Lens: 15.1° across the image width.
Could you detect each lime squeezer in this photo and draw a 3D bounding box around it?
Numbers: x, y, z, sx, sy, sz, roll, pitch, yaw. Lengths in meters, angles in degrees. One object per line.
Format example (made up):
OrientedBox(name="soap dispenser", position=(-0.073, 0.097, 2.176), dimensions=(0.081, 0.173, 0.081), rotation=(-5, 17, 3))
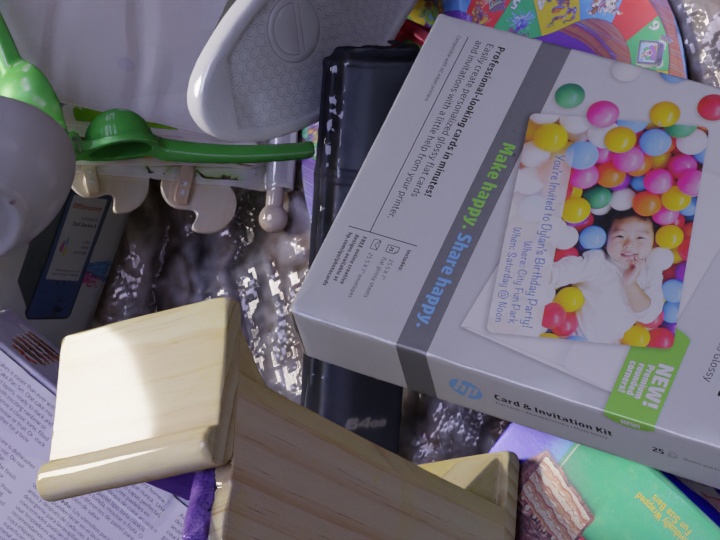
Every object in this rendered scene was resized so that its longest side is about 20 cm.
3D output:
OrientedBox(name="lime squeezer", position=(-0.119, -0.077, 1.217), dimensions=(0.038, 0.200, 0.071), rotation=(-46, 18, 48))

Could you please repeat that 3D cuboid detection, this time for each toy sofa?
OrientedBox(name="toy sofa", position=(-0.026, 0.092, 1.024), dimensions=(0.083, 0.200, 0.098), rotation=(-12, 63, 35))

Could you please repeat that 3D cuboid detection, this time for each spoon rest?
OrientedBox(name="spoon rest", position=(-0.200, -0.007, 1.213), dimensions=(0.200, 0.099, 0.061), rotation=(-54, 36, 32))

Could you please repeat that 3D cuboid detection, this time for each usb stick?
OrientedBox(name="usb stick", position=(0.000, 0.000, 1.175), dimensions=(0.033, 0.055, 0.200), rotation=(12, 101, 40))

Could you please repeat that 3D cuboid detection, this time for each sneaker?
OrientedBox(name="sneaker", position=(-0.034, -0.127, 1.214), dimensions=(0.099, 0.071, 0.200), rotation=(5, 45, 43))

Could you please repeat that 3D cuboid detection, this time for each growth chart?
OrientedBox(name="growth chart", position=(-0.115, -0.099, 1.245), dimensions=(0.018, 0.200, 0.145), rotation=(156, 128, -69))

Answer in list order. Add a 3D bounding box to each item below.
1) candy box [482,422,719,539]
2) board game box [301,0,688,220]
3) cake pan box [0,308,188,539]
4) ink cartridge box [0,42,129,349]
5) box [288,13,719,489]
OrientedBox(name="candy box", position=(0.085, 0.171, 1.093), dimensions=(0.169, 0.077, 0.200), rotation=(44, 105, 34))
OrientedBox(name="board game box", position=(0.046, -0.073, 1.198), dimensions=(0.200, 0.039, 0.158), rotation=(-20, 69, 28))
OrientedBox(name="cake pan box", position=(-0.143, 0.148, 1.219), dimensions=(0.200, 0.052, 0.184), rotation=(38, 107, 7))
OrientedBox(name="ink cartridge box", position=(-0.196, -0.025, 1.322), dimensions=(0.145, 0.087, 0.200), rotation=(20, 89, 36))
OrientedBox(name="box", position=(0.094, -0.009, 1.089), dimensions=(0.200, 0.041, 0.156), rotation=(18, 65, 19))
